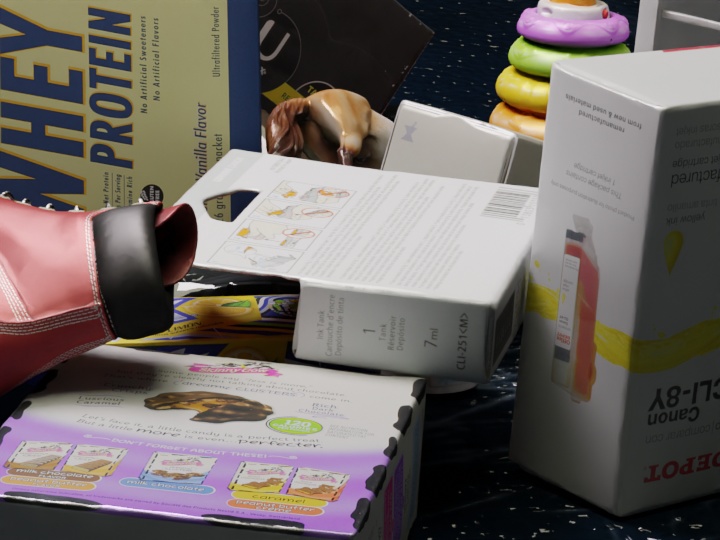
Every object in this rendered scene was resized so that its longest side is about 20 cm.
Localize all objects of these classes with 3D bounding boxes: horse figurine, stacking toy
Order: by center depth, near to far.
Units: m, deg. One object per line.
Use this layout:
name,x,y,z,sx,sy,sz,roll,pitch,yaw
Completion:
horse figurine,0.009,-0.052,1.706,0.200,0.050,0.133,26,31,-43
stacking toy,0.128,-0.130,1.857,0.109,0.201,0.116,10,17,24

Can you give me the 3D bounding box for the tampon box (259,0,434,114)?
tampon box,-0.080,-0.163,1.963,0.150,0.127,0.200,36,-4,-33

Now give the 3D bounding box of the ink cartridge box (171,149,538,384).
ink cartridge box,-0.004,-0.005,1.438,0.173,0.044,0.200,7,18,11

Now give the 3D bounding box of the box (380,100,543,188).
box,0.094,-0.038,1.664,0.082,0.069,0.200,19,3,34

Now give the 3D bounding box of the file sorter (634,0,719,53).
file sorter,0.250,-0.111,1.821,0.124,0.201,0.139,16,20,31

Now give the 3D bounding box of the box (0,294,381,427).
box,-0.093,0.054,1.418,0.199,0.070,0.064,-2,18,-16

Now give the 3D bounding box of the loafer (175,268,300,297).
loafer,-0.118,0.022,1.541,0.199,0.069,0.070,2,4,-11

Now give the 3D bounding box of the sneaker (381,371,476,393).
sneaker,0.000,0.000,1.601,0.074,0.082,0.200,-9,20,-38

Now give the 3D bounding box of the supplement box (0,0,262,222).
supplement box,-0.165,-0.074,1.627,0.199,0.135,0.200,-1,-3,-12

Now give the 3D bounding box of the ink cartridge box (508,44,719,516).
ink cartridge box,0.158,0.002,1.419,0.145,0.201,0.083,-9,23,-36

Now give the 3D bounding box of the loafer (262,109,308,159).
loafer,-0.068,-0.061,1.814,0.199,0.072,0.073,16,21,37

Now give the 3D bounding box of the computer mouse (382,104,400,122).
computer mouse,0.032,-0.059,1.914,0.058,0.034,0.200,-6,23,0

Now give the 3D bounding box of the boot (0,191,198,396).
boot,-0.151,-0.016,1.360,0.144,0.073,0.200,-21,35,-6

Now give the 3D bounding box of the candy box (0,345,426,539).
candy box,-0.068,0.099,1.270,0.167,0.072,0.200,6,17,9
